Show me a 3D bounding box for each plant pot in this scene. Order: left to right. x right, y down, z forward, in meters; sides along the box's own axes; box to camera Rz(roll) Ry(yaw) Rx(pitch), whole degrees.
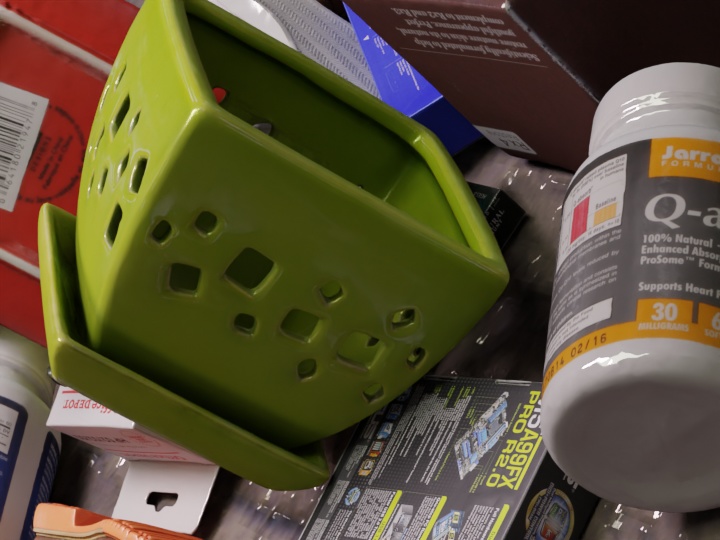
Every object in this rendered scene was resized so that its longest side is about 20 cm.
[{"bbox_3d":[-0.064,-0.010,1.314,0.182,0.199,0.199,-54,23,16],"label":"plant pot"}]

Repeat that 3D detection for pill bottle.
[{"bbox_3d":[-0.252,0.135,1.557,0.111,0.111,0.201,-27,37,34],"label":"pill bottle"},{"bbox_3d":[0.149,0.004,1.161,0.116,0.116,0.201,-26,38,35],"label":"pill bottle"}]

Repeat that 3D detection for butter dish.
[{"bbox_3d":[-0.185,-0.075,1.465,0.201,0.199,0.148,-62,5,6],"label":"butter dish"}]

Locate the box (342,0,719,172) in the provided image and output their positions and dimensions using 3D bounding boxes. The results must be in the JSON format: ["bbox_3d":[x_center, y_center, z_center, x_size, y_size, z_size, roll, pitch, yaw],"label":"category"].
[{"bbox_3d":[0.131,-0.177,1.332,0.166,0.164,0.201,15,68,55],"label":"box"}]

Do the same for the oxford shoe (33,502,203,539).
[{"bbox_3d":[-0.134,0.181,1.409,0.200,0.071,0.073,0,74,61],"label":"oxford shoe"}]

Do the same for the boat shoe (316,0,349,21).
[{"bbox_3d":[-0.027,-0.187,1.668,0.199,0.072,0.069,-11,74,41],"label":"boat shoe"}]

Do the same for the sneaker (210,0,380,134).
[{"bbox_3d":[-0.045,-0.110,1.605,0.200,0.073,0.116,46,129,39],"label":"sneaker"}]

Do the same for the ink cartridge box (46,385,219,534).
[{"bbox_3d":[-0.119,0.051,1.475,0.115,0.068,0.201,-5,64,57],"label":"ink cartridge box"}]

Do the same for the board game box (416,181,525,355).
[{"bbox_3d":[0.000,0.000,1.451,0.136,0.028,0.200,-56,30,-10],"label":"board game box"}]

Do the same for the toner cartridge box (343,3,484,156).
[{"bbox_3d":[0.048,-0.151,1.515,0.095,0.043,0.200,-30,36,9],"label":"toner cartridge box"}]

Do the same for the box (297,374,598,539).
[{"bbox_3d":[0.030,0.149,1.233,0.160,0.044,0.201,0,57,53],"label":"box"}]
